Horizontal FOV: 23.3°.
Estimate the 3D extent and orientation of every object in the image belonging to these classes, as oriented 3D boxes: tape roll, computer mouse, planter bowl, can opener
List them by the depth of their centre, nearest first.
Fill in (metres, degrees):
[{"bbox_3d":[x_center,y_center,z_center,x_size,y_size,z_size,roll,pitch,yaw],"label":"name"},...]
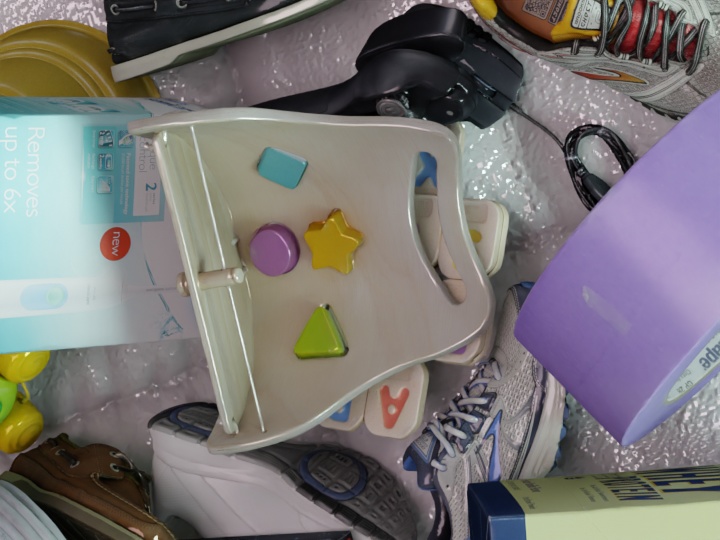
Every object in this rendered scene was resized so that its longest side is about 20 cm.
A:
[{"bbox_3d":[0.180,-0.006,0.929,0.085,0.200,0.200,46,108,17],"label":"tape roll"},{"bbox_3d":[0.095,-0.093,1.055,0.200,0.034,0.059,40,106,17],"label":"computer mouse"},{"bbox_3d":[-0.010,-0.095,1.072,0.199,0.079,0.063,-20,123,39],"label":"can opener"},{"bbox_3d":[-0.230,-0.072,1.172,0.199,0.083,0.202,1,91,24],"label":"planter bowl"}]

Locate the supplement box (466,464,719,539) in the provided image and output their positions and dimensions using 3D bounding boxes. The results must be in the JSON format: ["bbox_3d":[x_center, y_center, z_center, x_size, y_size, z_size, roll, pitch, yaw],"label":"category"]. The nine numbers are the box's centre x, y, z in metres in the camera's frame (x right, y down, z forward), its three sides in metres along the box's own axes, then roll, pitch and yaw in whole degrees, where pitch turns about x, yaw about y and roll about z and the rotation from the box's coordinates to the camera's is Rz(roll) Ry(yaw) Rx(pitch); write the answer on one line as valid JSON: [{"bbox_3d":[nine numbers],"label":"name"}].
[{"bbox_3d":[0.167,0.213,0.942,0.198,0.134,0.202,-4,91,-1],"label":"supplement box"}]

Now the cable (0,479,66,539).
[{"bbox_3d":[-0.207,0.224,1.101,0.200,0.069,0.200,52,153,12],"label":"cable"}]

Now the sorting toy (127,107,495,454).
[{"bbox_3d":[-0.017,-0.012,1.018,0.179,0.107,0.202,-8,102,20],"label":"sorting toy"}]

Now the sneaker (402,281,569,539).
[{"bbox_3d":[0.071,0.104,1.033,0.084,0.077,0.202,8,95,-7],"label":"sneaker"}]

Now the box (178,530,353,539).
[{"bbox_3d":[-0.074,0.238,1.100,0.199,0.038,0.138,-9,101,37],"label":"box"}]

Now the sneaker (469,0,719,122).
[{"bbox_3d":[0.149,-0.135,1.003,0.199,0.082,0.078,18,98,21],"label":"sneaker"}]

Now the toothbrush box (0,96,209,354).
[{"bbox_3d":[-0.188,-0.031,1.079,0.085,0.199,0.148,21,109,54],"label":"toothbrush box"}]

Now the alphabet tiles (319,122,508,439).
[{"bbox_3d":[0.000,0.000,1.075,0.199,0.015,0.197,5,83,38],"label":"alphabet tiles"}]

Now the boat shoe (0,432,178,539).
[{"bbox_3d":[-0.170,0.143,1.122,0.068,0.072,0.199,-47,33,-23],"label":"boat shoe"}]

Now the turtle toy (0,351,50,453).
[{"bbox_3d":[-0.292,0.075,1.179,0.146,0.101,0.201,40,139,24],"label":"turtle toy"}]

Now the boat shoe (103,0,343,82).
[{"bbox_3d":[-0.082,-0.178,1.108,0.198,0.074,0.067,-15,96,32],"label":"boat shoe"}]

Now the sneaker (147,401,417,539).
[{"bbox_3d":[-0.051,0.152,1.118,0.199,0.074,0.088,20,112,29],"label":"sneaker"}]
